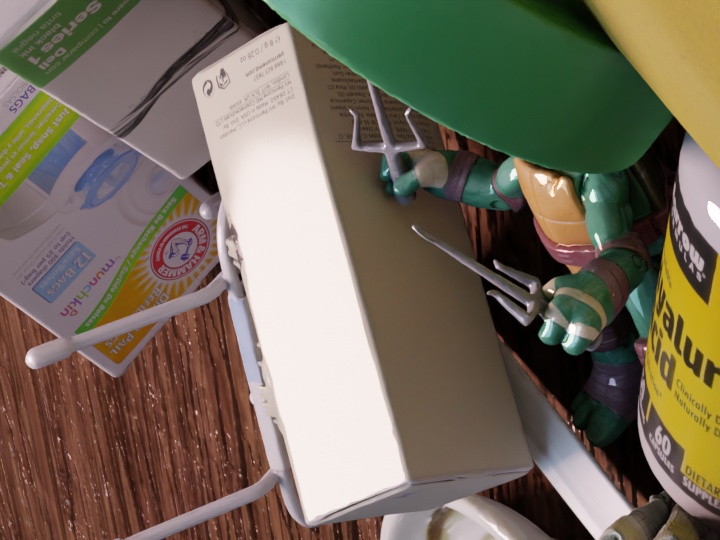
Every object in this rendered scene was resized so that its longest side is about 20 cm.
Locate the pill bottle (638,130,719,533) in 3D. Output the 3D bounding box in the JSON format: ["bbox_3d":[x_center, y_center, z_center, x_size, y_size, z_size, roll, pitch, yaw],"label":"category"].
[{"bbox_3d":[0.156,-0.006,0.899,0.111,0.111,0.200,46,150,33],"label":"pill bottle"}]

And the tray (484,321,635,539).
[{"bbox_3d":[0.075,0.064,1.169,0.200,0.022,0.107,52,-178,29],"label":"tray"}]

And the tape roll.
[{"bbox_3d":[0.025,-0.114,0.875,0.200,0.200,0.048,50,118,26],"label":"tape roll"}]

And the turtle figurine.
[{"bbox_3d":[0.081,-0.012,1.054,0.200,0.101,0.150,57,179,-29],"label":"turtle figurine"}]

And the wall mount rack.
[{"bbox_3d":[-0.075,0.052,1.336,0.075,0.174,0.200,3,121,30],"label":"wall mount rack"}]

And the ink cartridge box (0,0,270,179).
[{"bbox_3d":[-0.131,-0.139,1.239,0.146,0.084,0.200,51,-173,25],"label":"ink cartridge box"}]

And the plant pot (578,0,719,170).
[{"bbox_3d":[0.137,-0.130,0.737,0.200,0.200,0.176,52,165,22],"label":"plant pot"}]

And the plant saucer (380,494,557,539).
[{"bbox_3d":[0.086,0.183,1.296,0.200,0.050,0.200,45,150,35],"label":"plant saucer"}]

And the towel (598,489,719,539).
[{"bbox_3d":[0.136,0.173,0.966,0.200,0.035,0.193,5,-116,-81],"label":"towel"}]

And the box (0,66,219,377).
[{"bbox_3d":[-0.167,-0.048,1.388,0.101,0.113,0.200,41,179,40],"label":"box"}]

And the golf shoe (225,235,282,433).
[{"bbox_3d":[0.001,0.030,1.288,0.097,0.078,0.200,15,135,41],"label":"golf shoe"}]

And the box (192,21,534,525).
[{"bbox_3d":[0.000,0.000,1.127,0.068,0.082,0.200,-25,73,42],"label":"box"}]
